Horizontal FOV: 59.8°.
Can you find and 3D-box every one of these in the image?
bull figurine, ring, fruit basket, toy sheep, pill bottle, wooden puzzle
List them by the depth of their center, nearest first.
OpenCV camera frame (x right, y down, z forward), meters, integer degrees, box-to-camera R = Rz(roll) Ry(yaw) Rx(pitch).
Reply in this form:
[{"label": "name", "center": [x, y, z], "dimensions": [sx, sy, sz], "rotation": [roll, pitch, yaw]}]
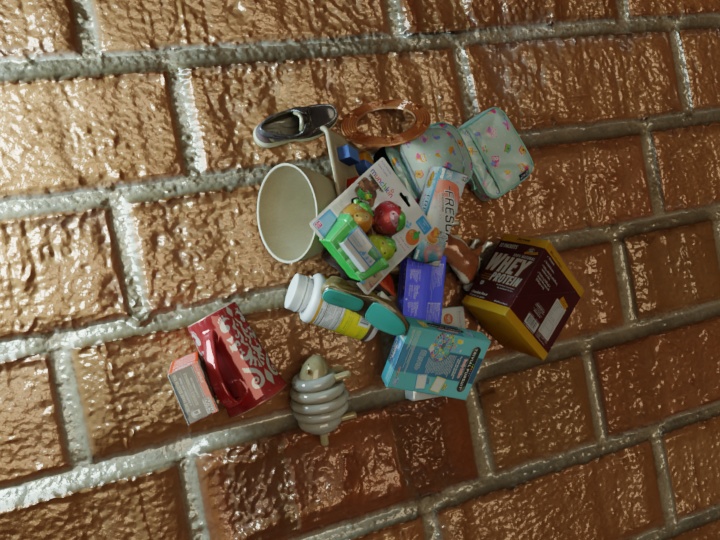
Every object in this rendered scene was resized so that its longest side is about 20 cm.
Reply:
[{"label": "fruit basket", "center": [0.030, -0.084, 1.208], "dimensions": [0.200, 0.094, 0.186], "rotation": [-41, 109, -8]}, {"label": "toy sheep", "center": [-0.083, 0.275, 1.318], "dimensions": [0.137, 0.138, 0.202], "rotation": [-11, 97, -18]}, {"label": "wooden puzzle", "center": [-0.007, -0.199, 1.328], "dimensions": [0.046, 0.185, 0.201], "rotation": [-19, 79, 21]}, {"label": "pill bottle", "center": [-0.056, 0.074, 1.343], "dimensions": [0.199, 0.109, 0.110], "rotation": [20, 81, -16]}, {"label": "ring", "center": [0.055, -0.330, 1.370], "dimensions": [0.199, 0.200, 0.019], "rotation": [-25, 133, -17]}, {"label": "bull figurine", "center": [0.236, -0.045, 1.470], "dimensions": [0.200, 0.065, 0.122], "rotation": [43, 72, -14]}]

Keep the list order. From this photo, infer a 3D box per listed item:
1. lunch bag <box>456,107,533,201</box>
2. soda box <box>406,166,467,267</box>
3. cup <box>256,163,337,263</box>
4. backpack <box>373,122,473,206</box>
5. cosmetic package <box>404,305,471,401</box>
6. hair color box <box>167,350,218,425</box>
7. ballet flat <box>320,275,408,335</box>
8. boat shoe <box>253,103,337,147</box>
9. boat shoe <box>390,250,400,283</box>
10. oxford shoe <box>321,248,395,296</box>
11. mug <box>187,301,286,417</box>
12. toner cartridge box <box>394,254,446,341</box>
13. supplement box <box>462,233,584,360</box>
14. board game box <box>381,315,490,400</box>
[{"label": "lunch bag", "center": [0.311, -0.272, 1.497], "dimensions": [0.160, 0.077, 0.201], "rotation": [-35, 98, -17]}, {"label": "soda box", "center": [0.155, -0.113, 1.304], "dimensions": [0.063, 0.068, 0.201], "rotation": [15, 94, -17]}, {"label": "cup", "center": [-0.102, -0.121, 1.311], "dimensions": [0.143, 0.200, 0.202], "rotation": [-7, 90, -43]}, {"label": "backpack", "center": [0.154, -0.240, 1.409], "dimensions": [0.199, 0.153, 0.177], "rotation": [-28, 93, -26]}, {"label": "cosmetic package", "center": [0.172, 0.188, 1.445], "dimensions": [0.150, 0.052, 0.202], "rotation": [-5, 89, -21]}, {"label": "hair color box", "center": [-0.320, 0.220, 1.201], "dimensions": [0.061, 0.200, 0.102], "rotation": [-22, 95, -14]}, {"label": "ballet flat", "center": [0.012, 0.064, 1.286], "dimensions": [0.199, 0.068, 0.073], "rotation": [24, 38, -10]}, {"label": "boat shoe", "center": [-0.134, -0.319, 1.359], "dimensions": [0.199, 0.065, 0.072], "rotation": [-19, 92, -19]}, {"label": "boat shoe", "center": [0.068, -0.014, 1.419], "dimensions": [0.198, 0.072, 0.072], "rotation": [-9, 61, -12]}, {"label": "oxford shoe", "center": [0.000, 0.000, 1.321], "dimensions": [0.072, 0.071, 0.200], "rotation": [-32, 126, 24]}, {"label": "mug", "center": [-0.248, 0.173, 1.247], "dimensions": [0.133, 0.177, 0.201], "rotation": [-28, 92, -15]}, {"label": "toner cartridge box", "center": [0.131, 0.062, 1.376], "dimensions": [0.094, 0.043, 0.202], "rotation": [4, 94, -19]}, {"label": "supplement box", "center": [0.378, 0.058, 1.444], "dimensions": [0.197, 0.132, 0.201], "rotation": [44, 74, -34]}, {"label": "board game box", "center": [0.163, 0.192, 1.358], "dimensions": [0.199, 0.047, 0.152], "rotation": [13, 108, -21]}]
